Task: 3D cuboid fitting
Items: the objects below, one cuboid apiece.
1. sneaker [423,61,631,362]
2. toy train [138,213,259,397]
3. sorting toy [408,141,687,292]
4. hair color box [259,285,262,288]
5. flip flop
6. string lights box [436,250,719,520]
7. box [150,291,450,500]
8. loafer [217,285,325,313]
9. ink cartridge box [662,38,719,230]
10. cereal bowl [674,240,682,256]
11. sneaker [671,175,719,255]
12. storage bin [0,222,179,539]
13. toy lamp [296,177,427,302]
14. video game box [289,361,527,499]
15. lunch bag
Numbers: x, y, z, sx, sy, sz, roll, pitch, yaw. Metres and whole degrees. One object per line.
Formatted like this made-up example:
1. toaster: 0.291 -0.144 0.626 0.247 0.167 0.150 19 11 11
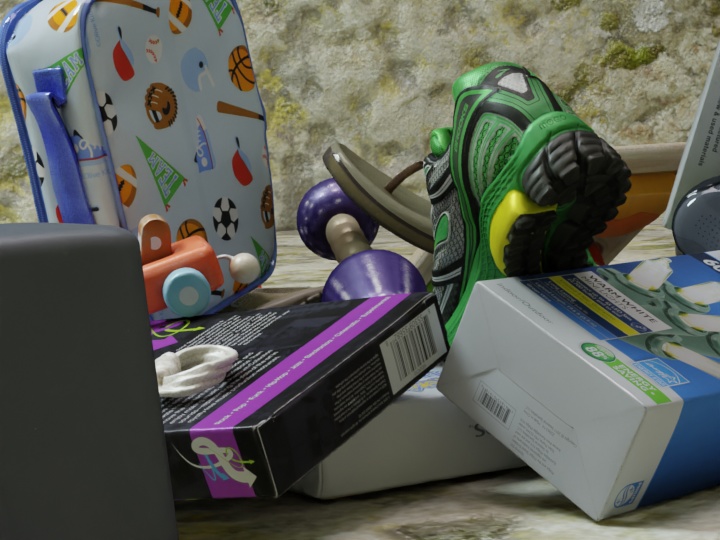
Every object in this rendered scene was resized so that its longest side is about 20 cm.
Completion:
1. sneaker: 0.067 -0.024 0.809 0.078 0.085 0.200 -22 -26 -21
2. toy train: -0.119 0.015 0.783 0.150 0.056 0.200 -19 13 -3
3. sorting toy: 0.120 -0.020 1.126 0.199 0.037 0.185 -10 -25 -31
4. hair color box: -0.175 0.023 1.095 0.200 0.064 0.111 -20 -5 28
5. flip flop: 0.074 -0.031 0.960 0.199 0.058 0.081 22 11 3
6. string lights box: 0.142 0.045 0.787 0.200 0.059 0.103 -7 35 -44
7. box: -0.080 0.057 0.763 0.199 0.036 0.143 -5 18 35
8. loafer: -0.060 0.044 1.013 0.200 0.076 0.068 -6 12 -39
9. ink cartridge box: 0.288 -0.084 0.946 0.199 0.145 0.145 18 34 9
10. cereal bowl: 0.299 -0.038 1.145 0.199 0.200 0.083 -3 49 -7
11. sneaker: 0.246 0.016 0.867 0.200 0.075 0.088 29 19 9
12. storage bin: -0.143 0.057 0.513 0.200 0.135 0.145 -6 6 -37
13. toy lamp: 0.000 0.000 0.949 0.058 0.058 0.200 -2 16 -6
14. video game box: 0.015 0.068 0.877 0.199 0.047 0.182 -5 8 -34
15. lunch bag: -0.119 -0.067 0.939 0.075 0.201 0.160 -5 15 32
